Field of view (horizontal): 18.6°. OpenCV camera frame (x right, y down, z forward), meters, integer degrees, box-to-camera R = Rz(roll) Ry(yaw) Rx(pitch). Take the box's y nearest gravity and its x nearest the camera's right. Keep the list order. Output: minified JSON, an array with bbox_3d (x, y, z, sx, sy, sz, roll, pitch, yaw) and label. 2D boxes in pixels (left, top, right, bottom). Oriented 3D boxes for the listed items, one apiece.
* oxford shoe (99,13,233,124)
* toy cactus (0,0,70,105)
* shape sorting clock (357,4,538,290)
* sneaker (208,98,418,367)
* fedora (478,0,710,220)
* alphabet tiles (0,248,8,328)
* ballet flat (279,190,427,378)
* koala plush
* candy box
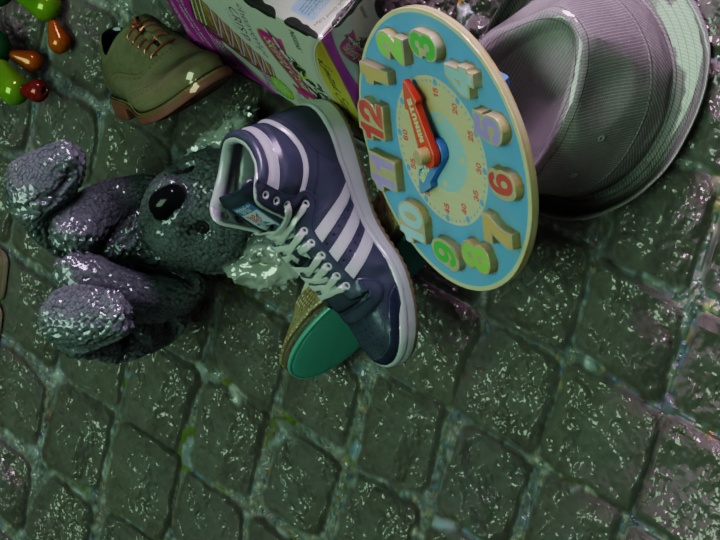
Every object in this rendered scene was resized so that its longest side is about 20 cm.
[{"bbox_3d":[-0.162,-0.160,1.710,0.200,0.070,0.075,4,122,62],"label":"oxford shoe"},{"bbox_3d":[-0.329,-0.232,1.885,0.164,0.102,0.202,-11,99,51],"label":"toy cactus"},{"bbox_3d":[0.055,-0.081,1.496,0.200,0.039,0.201,46,146,44],"label":"shape sorting clock"},{"bbox_3d":[-0.037,-0.017,1.560,0.070,0.108,0.201,-26,82,49],"label":"sneaker"},{"bbox_3d":[0.133,-0.125,1.495,0.200,0.090,0.177,-48,67,35],"label":"fedora"},{"bbox_3d":[-0.397,-0.001,2.025,0.199,0.015,0.197,24,112,36],"label":"alphabet tiles"},{"bbox_3d":[0.000,0.000,1.658,0.200,0.070,0.066,-46,50,30],"label":"ballet flat"},{"bbox_3d":[-0.143,-0.034,1.728,0.199,0.184,0.178,-28,66,19],"label":"koala plush"},{"bbox_3d":[-0.061,-0.186,1.623,0.199,0.137,0.061,30,72,34],"label":"candy box"}]
